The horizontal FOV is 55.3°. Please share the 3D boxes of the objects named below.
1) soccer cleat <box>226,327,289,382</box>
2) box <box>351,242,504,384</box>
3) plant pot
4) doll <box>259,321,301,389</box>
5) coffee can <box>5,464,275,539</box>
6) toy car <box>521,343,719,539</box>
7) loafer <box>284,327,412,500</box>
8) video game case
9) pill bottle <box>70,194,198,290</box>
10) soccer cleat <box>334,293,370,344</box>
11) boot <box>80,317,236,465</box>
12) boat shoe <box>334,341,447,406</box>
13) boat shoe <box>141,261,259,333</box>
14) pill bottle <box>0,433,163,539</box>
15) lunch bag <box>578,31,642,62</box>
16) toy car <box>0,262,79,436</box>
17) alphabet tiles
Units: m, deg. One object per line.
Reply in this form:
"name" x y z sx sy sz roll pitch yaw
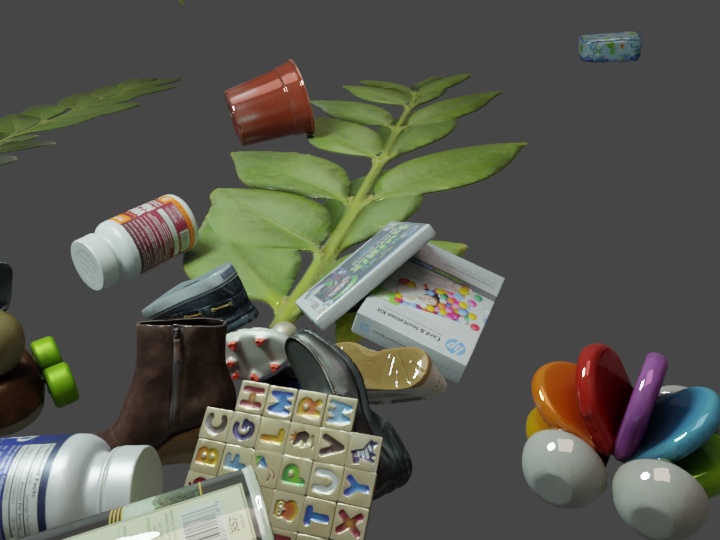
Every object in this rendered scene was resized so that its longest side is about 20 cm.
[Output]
"soccer cleat" -0.160 0.108 0.851 0.198 0.070 0.078 -23 13 28
"box" 0.097 0.045 0.938 0.155 0.041 0.200 26 42 11
"plant pot" -0.245 -0.428 1.816 0.193 0.203 0.201 -21 30 -10
"doll" -0.084 0.131 0.842 0.136 0.049 0.201 -30 32 7
"coffee can" -0.164 0.257 0.545 0.198 0.148 0.146 -13 29 -15
"toy car" 0.260 0.145 0.671 0.198 0.152 0.175 12 32 30
"loafer" -0.028 0.147 0.718 0.072 0.073 0.201 -20 62 -38
"video game case" 0.000 0.000 0.977 0.199 0.023 0.182 -40 13 -7
"pill bottle" -0.390 -0.049 1.199 0.109 0.111 0.199 16 34 35
"soccer cleat" 0.041 0.050 0.983 0.083 0.065 0.200 19 36 34
"boot" -0.235 0.135 0.755 0.197 0.169 0.072 -4 14 -4
"boat shoe" 0.016 0.134 0.834 0.199 0.069 0.071 -2 54 45
"boat shoe" -0.241 0.063 1.016 0.199 0.092 0.071 -20 15 36
"pill bottle" -0.302 0.221 0.666 0.197 0.121 0.120 -3 28 3
"lunch bag" 0.843 -0.758 2.328 0.197 0.083 0.161 0 29 10
"toy car" -0.468 0.091 0.852 0.163 0.202 0.157 -22 32 -29
"alphabet tiles" -0.080 0.199 0.679 0.198 0.006 0.168 5 68 20
